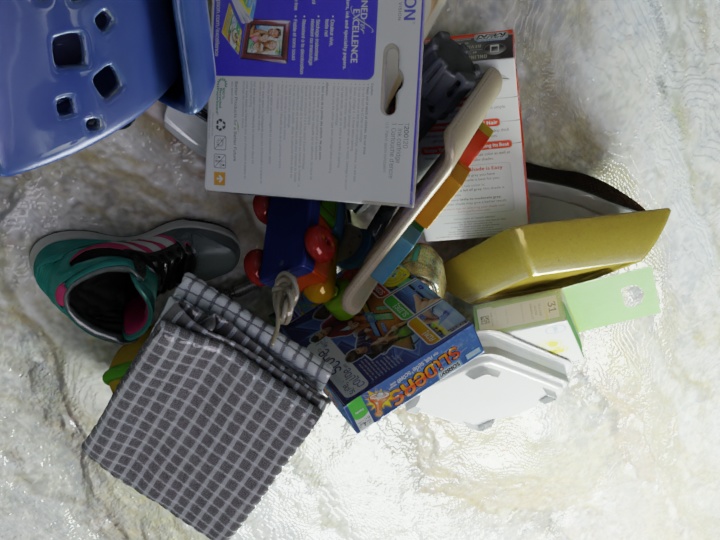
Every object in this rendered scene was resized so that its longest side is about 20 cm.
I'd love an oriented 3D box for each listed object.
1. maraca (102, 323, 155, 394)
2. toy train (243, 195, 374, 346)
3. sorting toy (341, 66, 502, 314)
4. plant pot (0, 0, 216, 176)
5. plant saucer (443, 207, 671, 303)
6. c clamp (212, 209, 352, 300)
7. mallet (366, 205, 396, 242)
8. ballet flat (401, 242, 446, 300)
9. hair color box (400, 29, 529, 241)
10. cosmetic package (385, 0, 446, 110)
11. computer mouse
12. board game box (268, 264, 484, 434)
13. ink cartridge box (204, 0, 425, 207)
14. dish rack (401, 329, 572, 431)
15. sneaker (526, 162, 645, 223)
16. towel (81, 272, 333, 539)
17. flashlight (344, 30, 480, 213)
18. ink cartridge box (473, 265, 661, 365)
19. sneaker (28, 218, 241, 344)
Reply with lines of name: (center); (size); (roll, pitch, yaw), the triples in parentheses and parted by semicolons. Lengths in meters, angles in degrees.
maraca: (-0.157, 0.098, 0.997); (0.199, 0.107, 0.137); (-11, 167, 28)
toy train: (-0.040, 0.011, 0.927); (0.084, 0.201, 0.116); (-20, 137, 29)
sorting toy: (0.062, -0.069, 0.918); (0.036, 0.185, 0.200); (33, 125, 1)
plant pot: (-0.219, -0.200, 0.739); (0.179, 0.200, 0.201); (-18, 117, -26)
plant saucer: (0.201, -0.009, 1.101); (0.199, 0.200, 0.049); (-7, 79, -23)
c clamp: (-0.083, 0.019, 1.073); (0.199, 0.027, 0.171); (-29, 134, -10)
mallet: (0.000, 0.000, 1.069); (0.066, 0.041, 0.200); (29, 101, -40)
ballet flat: (0.069, 0.041, 1.133); (0.070, 0.071, 0.200); (-25, 146, -11)
hair color box: (0.107, -0.130, 1.021); (0.110, 0.064, 0.201); (-3, 128, 11)
cosmetic package: (0.000, -0.212, 0.913); (0.071, 0.105, 0.200); (19, 111, -33)
computer mouse: (-0.134, -0.141, 0.927); (0.200, 0.044, 0.110); (27, 104, -37)
board game box: (0.008, 0.057, 0.958); (0.135, 0.200, 0.035); (-31, 120, -9)
ink cartridge box: (-0.034, -0.156, 0.847); (0.043, 0.199, 0.199); (-10, 106, -63)
dish rack: (0.138, 0.136, 1.188); (0.171, 0.044, 0.200); (-31, 145, 33)
sneaker: (0.227, -0.064, 1.154); (0.199, 0.073, 0.085); (12, 117, -20)
towel: (-0.134, 0.128, 0.889); (0.165, 0.086, 0.200); (34, 120, -1)
flashlight: (0.031, -0.136, 0.954); (0.068, 0.068, 0.200); (34, 131, -8)
ink cartridge box: (0.241, 0.063, 1.172); (0.199, 0.048, 0.146); (-12, 153, 15)
sneaker: (-0.192, 0.009, 0.941); (0.199, 0.121, 0.084); (-6, 123, -23)
